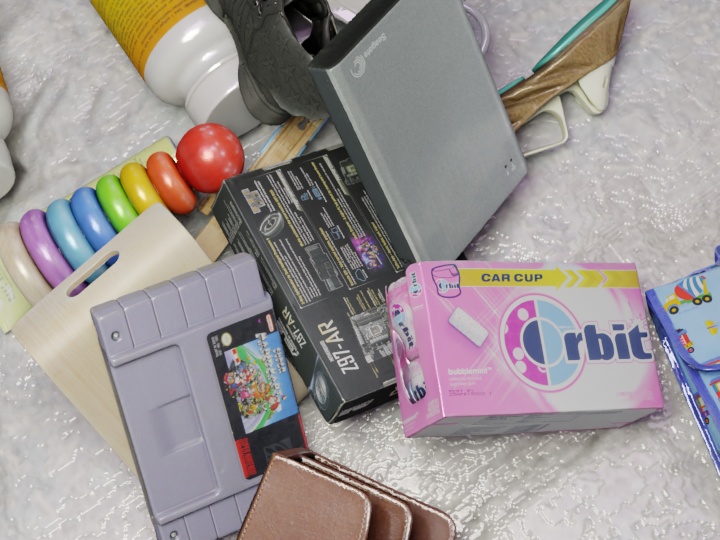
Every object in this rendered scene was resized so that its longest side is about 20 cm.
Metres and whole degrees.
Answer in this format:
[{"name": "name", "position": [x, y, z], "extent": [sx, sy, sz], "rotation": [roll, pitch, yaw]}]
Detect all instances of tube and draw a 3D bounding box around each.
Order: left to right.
[{"name": "tube", "position": [-0.226, -0.034, 1.250], "extent": [0.199, 0.052, 0.058], "rotation": [-33, 42, -2]}]

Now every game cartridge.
[{"name": "game cartridge", "position": [-0.110, 0.099, 1.122], "extent": [0.129, 0.038, 0.201], "rotation": [-19, 112, -15]}]

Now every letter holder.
[{"name": "letter holder", "position": [-0.028, 0.246, 1.083], "extent": [0.141, 0.101, 0.201], "rotation": [23, 89, 10]}]

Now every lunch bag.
[{"name": "lunch bag", "position": [0.315, 0.065, 1.156], "extent": [0.150, 0.094, 0.201], "rotation": [-20, 58, -1]}]

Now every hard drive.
[{"name": "hard drive", "position": [0.047, -0.110, 1.131], "extent": [0.033, 0.201, 0.140], "rotation": [12, 50, 43]}]

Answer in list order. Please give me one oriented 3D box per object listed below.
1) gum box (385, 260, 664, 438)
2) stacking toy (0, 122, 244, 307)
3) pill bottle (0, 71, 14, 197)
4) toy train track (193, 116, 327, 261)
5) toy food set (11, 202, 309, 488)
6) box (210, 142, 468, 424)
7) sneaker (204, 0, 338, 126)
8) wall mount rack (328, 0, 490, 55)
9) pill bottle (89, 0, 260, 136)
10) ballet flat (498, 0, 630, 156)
[{"name": "gum box", "position": [0.115, 0.057, 1.130], "extent": [0.199, 0.066, 0.114], "rotation": [0, 71, -25]}, {"name": "stacking toy", "position": [-0.178, -0.047, 1.186], "extent": [0.199, 0.085, 0.086], "rotation": [-32, 71, 3]}, {"name": "pill bottle", "position": [-0.350, -0.153, 1.260], "extent": [0.110, 0.111, 0.201], "rotation": [-21, 71, -2]}, {"name": "toy train track", "position": [-0.073, -0.090, 1.250], "extent": [0.115, 0.033, 0.200], "rotation": [39, 87, -15]}, {"name": "toy food set", "position": [-0.145, 0.071, 1.151], "extent": [0.143, 0.060, 0.200], "rotation": [-41, 116, -10]}, {"name": "box", "position": [0.000, 0.000, 1.182], "extent": [0.159, 0.044, 0.201], "rotation": [-20, 70, -30]}, {"name": "sneaker", "position": [-0.060, -0.191, 1.167], "extent": [0.060, 0.104, 0.201], "rotation": [-8, 72, -37]}, {"name": "wall mount rack", "position": [0.035, -0.237, 1.285], "extent": [0.199, 0.075, 0.174], "rotation": [31, 79, 13]}, {"name": "pill bottle", "position": [-0.147, -0.207, 1.267], "extent": [0.111, 0.111, 0.201], "rotation": [-33, 71, -6]}, {"name": "ballet flat", "position": [0.154, -0.141, 1.247], "extent": [0.200, 0.068, 0.073], "rotation": [-38, 94, -7]}]
